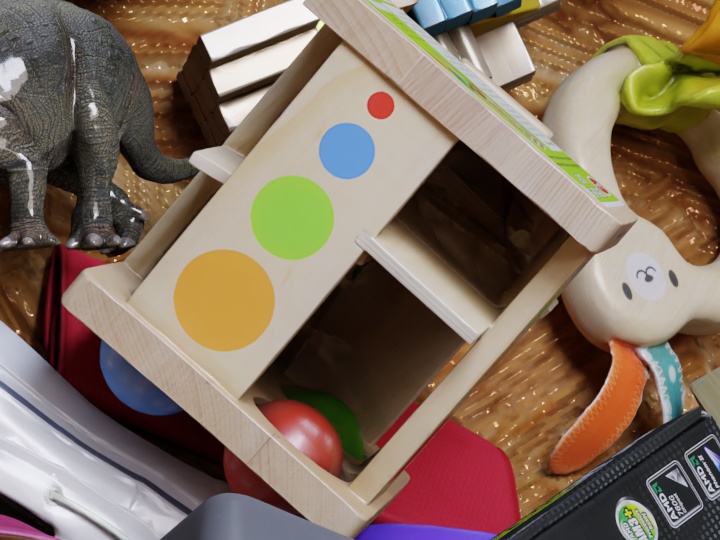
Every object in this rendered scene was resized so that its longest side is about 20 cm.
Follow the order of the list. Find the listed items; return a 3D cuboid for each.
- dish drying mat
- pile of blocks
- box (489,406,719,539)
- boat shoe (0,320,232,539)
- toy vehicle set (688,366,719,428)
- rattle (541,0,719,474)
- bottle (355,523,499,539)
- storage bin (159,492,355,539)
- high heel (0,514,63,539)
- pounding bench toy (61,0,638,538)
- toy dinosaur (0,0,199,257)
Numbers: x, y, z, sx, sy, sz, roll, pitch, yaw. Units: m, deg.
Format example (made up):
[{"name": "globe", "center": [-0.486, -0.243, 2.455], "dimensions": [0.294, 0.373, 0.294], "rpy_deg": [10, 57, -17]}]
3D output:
[{"name": "dish drying mat", "center": [-0.027, 0.055, 1.099], "dimensions": [0.200, 0.018, 0.077], "rpy_deg": [24, 36, -23]}, {"name": "pile of blocks", "center": [0.020, -0.080, 1.164], "dimensions": [0.200, 0.082, 0.062], "rpy_deg": [-20, 82, -39]}, {"name": "box", "center": [0.110, 0.170, 1.038], "dimensions": [0.193, 0.047, 0.200], "rpy_deg": [-26, 85, -52]}, {"name": "boat shoe", "center": [-0.098, 0.089, 1.021], "dimensions": [0.200, 0.074, 0.067], "rpy_deg": [37, 61, -2]}, {"name": "toy vehicle set", "center": [0.186, 0.122, 1.117], "dimensions": [0.026, 0.200, 0.124], "rpy_deg": [-30, 112, 2]}, {"name": "rattle", "center": [0.146, -0.019, 1.193], "dimensions": [0.130, 0.143, 0.200], "rpy_deg": [49, 42, -30]}, {"name": "bottle", "center": [0.019, 0.190, 1.044], "dimensions": [0.083, 0.065, 0.200], "rpy_deg": [6, 62, 3]}, {"name": "storage bin", "center": [-0.047, 0.171, 0.940], "dimensions": [0.145, 0.200, 0.134], "rpy_deg": [24, 48, -24]}, {"name": "high heel", "center": [-0.188, 0.103, 0.925], "dimensions": [0.200, 0.096, 0.067], "rpy_deg": [8, 65, -32]}, {"name": "pounding bench toy", "center": [0.000, 0.000, 1.049], "dimensions": [0.124, 0.156, 0.200], "rpy_deg": [41, 7, 5]}, {"name": "toy dinosaur", "center": [-0.111, -0.055, 1.015], "dimensions": [0.200, 0.077, 0.102], "rpy_deg": [-5, 87, -38]}]
